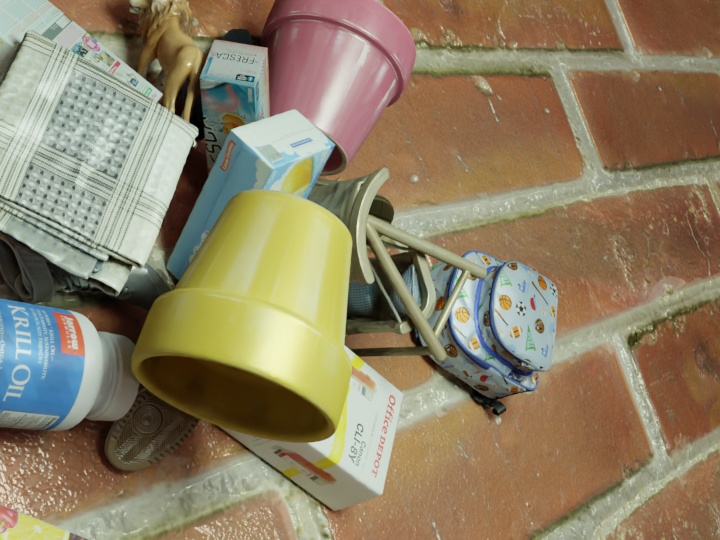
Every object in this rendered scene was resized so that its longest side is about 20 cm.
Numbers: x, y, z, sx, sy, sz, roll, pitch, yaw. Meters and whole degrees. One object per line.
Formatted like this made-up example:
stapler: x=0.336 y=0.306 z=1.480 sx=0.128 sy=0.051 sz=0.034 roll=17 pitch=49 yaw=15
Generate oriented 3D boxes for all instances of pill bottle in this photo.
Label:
pill bottle: x=-0.303 y=0.085 z=1.014 sx=0.199 sy=0.112 sz=0.114 roll=13 pitch=61 yaw=-44

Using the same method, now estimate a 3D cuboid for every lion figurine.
lion figurine: x=-0.206 y=-0.238 z=1.257 sx=0.072 sy=0.123 sz=0.200 roll=4 pitch=35 yaw=-44

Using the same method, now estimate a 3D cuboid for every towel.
towel: x=-0.261 y=-0.101 z=1.031 sx=0.191 sy=0.034 sz=0.202 roll=31 pitch=61 yaw=-21

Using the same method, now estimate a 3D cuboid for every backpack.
backpack: x=0.172 y=0.068 z=1.544 sx=0.189 sy=0.154 sz=0.202 roll=24 pitch=56 yaw=-26

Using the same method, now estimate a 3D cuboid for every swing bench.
swing bench: x=0.000 y=0.000 z=1.314 sx=0.200 sy=0.198 sz=0.131 roll=42 pitch=63 yaw=-25

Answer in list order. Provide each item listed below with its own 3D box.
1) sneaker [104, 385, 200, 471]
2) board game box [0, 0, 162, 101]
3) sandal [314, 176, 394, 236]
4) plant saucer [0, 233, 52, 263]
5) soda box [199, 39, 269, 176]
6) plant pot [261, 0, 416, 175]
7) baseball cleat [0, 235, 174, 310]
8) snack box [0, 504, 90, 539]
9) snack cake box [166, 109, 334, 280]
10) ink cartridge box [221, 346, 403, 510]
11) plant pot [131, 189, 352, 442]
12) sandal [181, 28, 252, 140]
sneaker: x=-0.200 y=0.115 z=1.165 sx=0.071 sy=0.112 sz=0.200 roll=47 pitch=72 yaw=-24
board game box: x=-0.309 y=-0.198 z=1.134 sx=0.199 sy=0.064 sz=0.148 roll=39 pitch=24 yaw=-15
sandal: x=-0.036 y=-0.089 z=1.455 sx=0.198 sy=0.082 sz=0.055 roll=13 pitch=39 yaw=-37
plant saucer: x=-0.301 y=-0.084 z=1.090 sx=0.199 sy=0.035 sz=0.201 roll=35 pitch=23 yaw=-17
soda box: x=-0.139 y=-0.159 z=1.273 sx=0.063 sy=0.201 sz=0.069 roll=8 pitch=51 yaw=5
plant pot: x=-0.047 y=-0.229 z=1.426 sx=0.199 sy=0.199 sz=0.181 roll=34 pitch=64 yaw=-32
baseball cleat: x=-0.282 y=0.007 z=1.126 sx=0.199 sy=0.070 sz=0.107 roll=34 pitch=53 yaw=-20
snack box: x=-0.294 y=0.289 z=0.964 sx=0.199 sy=0.053 sz=0.144 roll=32 pitch=50 yaw=-34
snack cake box: x=-0.121 y=-0.069 z=1.228 sx=0.067 sy=0.201 sz=0.115 roll=41 pitch=36 yaw=14
ink cartridge box: x=-0.053 y=0.156 z=1.284 sx=0.200 sy=0.083 sz=0.146 roll=41 pitch=44 yaw=-27
plant pot: x=-0.091 y=0.037 z=1.058 sx=0.200 sy=0.200 sz=0.191 roll=34 pitch=61 yaw=-32
sandal: x=-0.167 y=-0.233 z=1.365 sx=0.201 sy=0.042 sz=0.077 roll=-68 pitch=155 yaw=-43
